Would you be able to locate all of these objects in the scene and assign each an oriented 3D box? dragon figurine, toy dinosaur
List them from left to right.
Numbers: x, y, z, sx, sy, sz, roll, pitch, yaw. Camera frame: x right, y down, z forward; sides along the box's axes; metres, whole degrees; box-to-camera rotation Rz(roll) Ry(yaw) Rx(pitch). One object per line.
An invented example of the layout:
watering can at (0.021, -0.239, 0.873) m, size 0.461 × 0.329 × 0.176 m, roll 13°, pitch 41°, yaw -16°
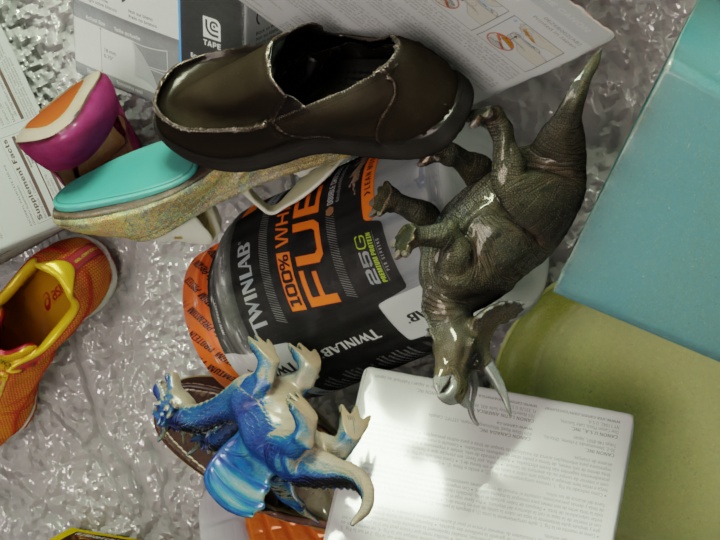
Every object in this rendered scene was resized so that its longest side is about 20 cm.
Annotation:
dragon figurine at (-0.047, 0.106, 1.270) m, size 0.200 × 0.059 × 0.100 m, roll 49°, pitch 118°, yaw 41°
toy dinosaur at (0.073, -0.030, 1.213) m, size 0.201 × 0.102 × 0.077 m, roll -58°, pitch 29°, yaw 1°

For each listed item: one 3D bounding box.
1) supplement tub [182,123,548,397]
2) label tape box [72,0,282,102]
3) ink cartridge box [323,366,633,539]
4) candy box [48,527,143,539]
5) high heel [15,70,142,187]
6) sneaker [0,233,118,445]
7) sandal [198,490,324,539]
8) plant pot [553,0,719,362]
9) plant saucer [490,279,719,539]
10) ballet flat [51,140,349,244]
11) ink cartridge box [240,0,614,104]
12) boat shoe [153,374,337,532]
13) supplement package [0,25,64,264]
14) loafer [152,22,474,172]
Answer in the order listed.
supplement tub at (0.000, 0.000, 1.339) m, size 0.199 × 0.122 × 0.123 m, roll -23°, pitch 92°, yaw 30°
label tape box at (-0.103, -0.196, 1.339) m, size 0.144 × 0.063 × 0.201 m, roll 23°, pitch 126°, yaw 32°
ink cartridge box at (0.058, 0.162, 1.272) m, size 0.159 × 0.050 × 0.201 m, roll 10°, pitch 66°, yaw 8°
candy box at (-0.132, 0.205, 1.476) m, size 0.198 × 0.102 × 0.027 m, roll 6°, pitch 107°, yaw 26°
high heel at (-0.153, -0.066, 1.373) m, size 0.067 × 0.200 × 0.096 m, roll -37°, pitch 99°, yaw 3°
sneaker at (-0.237, 0.053, 1.507) m, size 0.073 × 0.077 × 0.201 m, roll 41°, pitch 120°, yaw 10°
sandal at (-0.001, 0.155, 1.415) m, size 0.205 × 0.059 × 0.080 m, roll -11°, pitch 75°, yaw 21°
plant pot at (0.229, -0.025, 1.201) m, size 0.199 × 0.141 × 0.142 m, roll 27°, pitch 115°, yaw 5°
plant saucer at (0.171, 0.089, 1.326) m, size 0.198 × 0.031 × 0.202 m, roll 7°, pitch 107°, yaw 26°
ballet flat at (-0.079, -0.053, 1.303) m, size 0.199 × 0.071 × 0.071 m, roll -26°, pitch 91°, yaw 7°
ink cartridge box at (0.024, -0.155, 1.180) m, size 0.162 × 0.050 × 0.200 m, roll 35°, pitch 154°, yaw -19°
boat shoe at (-0.049, 0.114, 1.370) m, size 0.199 × 0.072 × 0.073 m, roll 28°, pitch 91°, yaw 26°
supplement package at (-0.297, -0.086, 1.465) m, size 0.155 × 0.111 × 0.201 m, roll -24°, pitch 91°, yaw 42°
loafer at (-0.035, -0.103, 1.216) m, size 0.199 × 0.073 × 0.071 m, roll -2°, pitch 142°, yaw 33°
